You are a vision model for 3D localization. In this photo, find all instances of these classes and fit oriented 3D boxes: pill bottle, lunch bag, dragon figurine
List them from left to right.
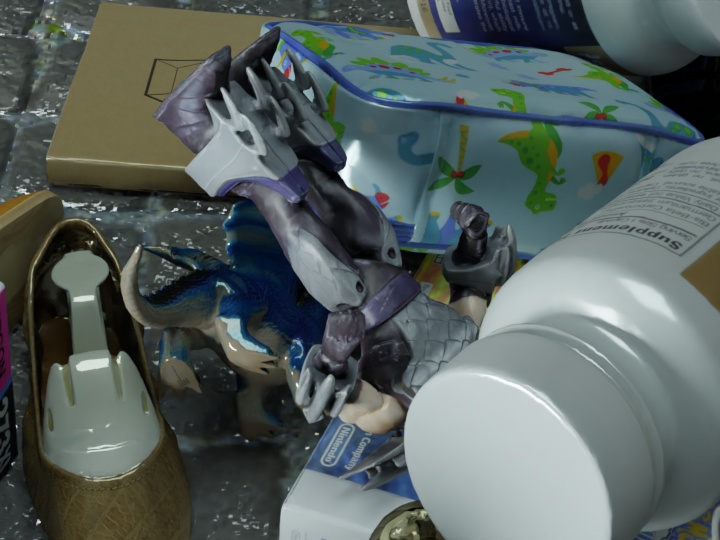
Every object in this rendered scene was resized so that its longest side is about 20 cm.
[{"bbox_3d":[-0.054,0.008,0.790,0.059,0.200,0.100,-23,57,26],"label":"dragon figurine"},{"bbox_3d":[0.050,-0.064,0.879,0.199,0.083,0.161,4,21,-27],"label":"lunch bag"},{"bbox_3d":[0.127,-0.162,0.982,0.115,0.116,0.199,-29,22,-35],"label":"pill bottle"},{"bbox_3d":[0.110,0.034,0.704,0.114,0.115,0.200,27,40,28],"label":"pill bottle"}]

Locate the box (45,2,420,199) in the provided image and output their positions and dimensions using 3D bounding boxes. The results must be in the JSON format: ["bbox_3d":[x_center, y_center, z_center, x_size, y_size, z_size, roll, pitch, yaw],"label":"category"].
[{"bbox_3d":[-0.059,-0.093,1.009,0.198,0.021,0.164,4,38,1],"label":"box"}]

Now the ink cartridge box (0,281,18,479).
[{"bbox_3d":[-0.175,0.071,0.729,0.037,0.095,0.200,11,38,9],"label":"ink cartridge box"}]

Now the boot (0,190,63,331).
[{"bbox_3d":[-0.243,0.004,0.827,0.143,0.071,0.201,24,47,20],"label":"boot"}]

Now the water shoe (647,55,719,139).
[{"bbox_3d":[0.194,-0.119,1.017,0.071,0.079,0.201,-3,38,-8],"label":"water shoe"}]

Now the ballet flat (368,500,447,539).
[{"bbox_3d":[0.030,0.162,0.638,0.067,0.047,0.201,-5,50,4],"label":"ballet flat"}]

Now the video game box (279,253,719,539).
[{"bbox_3d":[0.084,0.077,0.786,0.181,0.047,0.200,17,40,12],"label":"video game box"}]

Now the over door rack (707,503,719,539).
[{"bbox_3d":[0.206,0.155,0.668,0.200,0.067,0.148,37,37,17],"label":"over door rack"}]

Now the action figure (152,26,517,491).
[{"bbox_3d":[0.000,0.000,0.734,0.200,0.069,0.130,52,40,-1],"label":"action figure"}]

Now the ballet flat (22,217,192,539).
[{"bbox_3d":[-0.114,0.046,0.784,0.067,0.073,0.201,-7,39,-8],"label":"ballet flat"}]
